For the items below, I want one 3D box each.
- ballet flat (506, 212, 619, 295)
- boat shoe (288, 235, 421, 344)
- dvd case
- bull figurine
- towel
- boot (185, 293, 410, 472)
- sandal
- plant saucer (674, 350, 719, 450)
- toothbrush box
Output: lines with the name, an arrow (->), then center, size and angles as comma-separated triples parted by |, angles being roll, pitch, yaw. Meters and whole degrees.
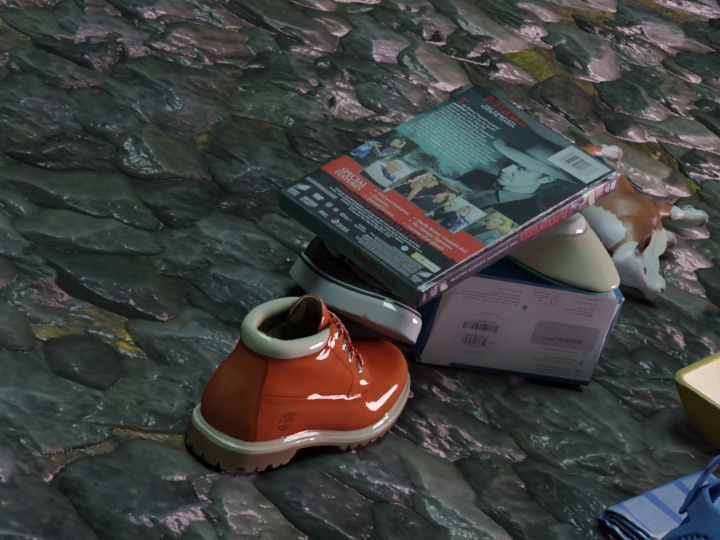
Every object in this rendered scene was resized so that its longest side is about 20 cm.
ballet flat -> 0.106, -0.049, 1.604 | 0.200, 0.070, 0.069 | 26, 27, 15
boat shoe -> 0.000, 0.000, 1.551 | 0.071, 0.064, 0.200 | 26, 3, -22
dvd case -> 0.063, -0.057, 1.541 | 0.200, 0.022, 0.146 | -31, 50, -32
bull figurine -> 0.218, -0.051, 1.876 | 0.121, 0.065, 0.200 | 1, 36, -42
towel -> 0.272, 0.208, 1.487 | 0.200, 0.024, 0.147 | 38, 31, 30
boot -> -0.023, 0.062, 1.453 | 0.075, 0.107, 0.200 | 33, 27, 27
sandal -> 0.219, 0.180, 1.398 | 0.079, 0.087, 0.200 | 26, 47, 15
plant saucer -> 0.354, 0.128, 1.663 | 0.200, 0.049, 0.200 | 35, 30, 26
toothbrush box -> 0.097, -0.008, 1.685 | 0.146, 0.085, 0.200 | 8, 30, -20
